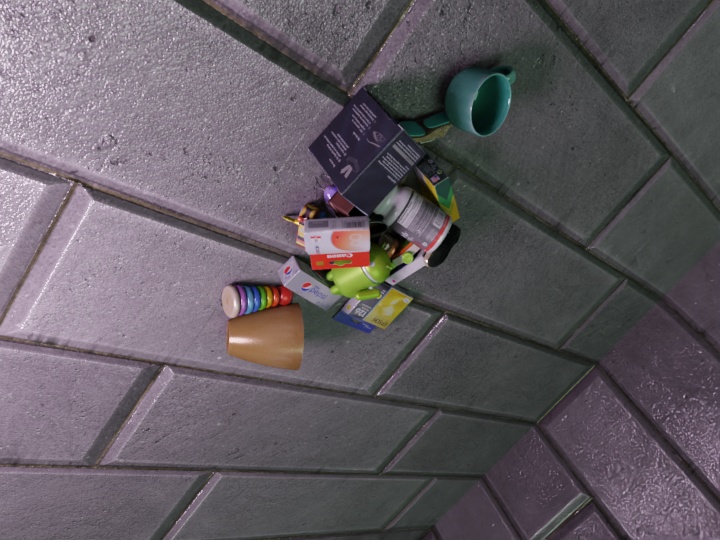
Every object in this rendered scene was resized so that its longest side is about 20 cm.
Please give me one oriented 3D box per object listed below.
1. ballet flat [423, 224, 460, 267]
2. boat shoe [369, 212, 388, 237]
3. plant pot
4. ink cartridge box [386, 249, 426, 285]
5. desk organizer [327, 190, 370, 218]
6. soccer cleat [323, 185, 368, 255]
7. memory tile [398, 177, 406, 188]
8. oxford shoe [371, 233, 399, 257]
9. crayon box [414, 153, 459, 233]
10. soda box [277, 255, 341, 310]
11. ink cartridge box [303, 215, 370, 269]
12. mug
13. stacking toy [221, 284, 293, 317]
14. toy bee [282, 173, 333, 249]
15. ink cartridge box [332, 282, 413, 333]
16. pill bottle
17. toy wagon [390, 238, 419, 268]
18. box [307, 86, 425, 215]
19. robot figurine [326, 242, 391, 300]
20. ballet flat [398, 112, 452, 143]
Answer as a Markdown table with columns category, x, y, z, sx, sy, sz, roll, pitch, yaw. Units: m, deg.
| category | x | y | z | sx | sy | sz | roll | pitch | yaw |
| --- | --- | --- | --- | --- | --- | --- | --- | --- | --- |
| ballet flat | 0.221 | -0.068 | 1.741 | 0.200 | 0.056 | 0.067 | -45 | 143 | -45 |
| boat shoe | -0.018 | -0.108 | 1.685 | 0.197 | 0.068 | 0.073 | -18 | 140 | -18 |
| plant pot | -0.270 | 0.185 | 1.727 | 0.196 | 0.188 | 0.189 | 0 | 130 | -18 |
| ink cartridge box | 0.136 | -0.017 | 1.803 | 0.037 | 0.095 | 0.199 | 47 | 133 | -12 |
| desk organizer | 0.019 | -0.207 | 1.538 | 0.201 | 0.077 | 0.072 | -49 | 140 | -9 |
| soccer cleat | -0.030 | -0.129 | 1.606 | 0.066 | 0.077 | 0.202 | -29 | 113 | -4 |
| memory tile | 0.059 | -0.260 | 1.630 | 0.151 | 0.017 | 0.202 | -13 | 136 | -24 |
| oxford shoe | 0.023 | -0.032 | 1.803 | 0.072 | 0.072 | 0.200 | 35 | 109 | -20 |
| crayon box | 0.209 | -0.211 | 1.697 | 0.050 | 0.128 | 0.201 | -31 | 141 | -4 |
| soda box | -0.140 | 0.038 | 1.743 | 0.068 | 0.064 | 0.199 | -42 | 139 | 12 |
| ink cartridge box | -0.055 | -0.051 | 1.546 | 0.159 | 0.051 | 0.202 | -3 | 141 | 0 |
| mug | 0.293 | -0.425 | 1.545 | 0.183 | 0.114 | 0.155 | -20 | 126 | -36 |
| stacking toy | -0.270 | 0.072 | 1.683 | 0.197 | 0.086 | 0.086 | -7 | 133 | -37 |
| toy bee | -0.136 | -0.127 | 1.554 | 0.109 | 0.128 | 0.203 | -55 | 145 | -54 |
| ink cartridge box | 0.041 | 0.120 | 1.965 | 0.201 | 0.047 | 0.196 | -50 | 139 | 13 |
| pill bottle | 0.131 | -0.145 | 1.629 | 0.198 | 0.116 | 0.117 | 33 | 112 | -9 |
| toy wagon | 0.135 | -0.062 | 1.784 | 0.199 | 0.155 | 0.040 | -42 | 100 | 9 |
| box | 0.011 | -0.276 | 1.441 | 0.200 | 0.198 | 0.117 | -44 | 140 | 12 |
| robot figurine | 0.000 | 0.000 | 1.720 | 0.198 | 0.178 | 0.115 | -28 | 158 | 29 |
| ballet flat | 0.148 | -0.343 | 1.562 | 0.197 | 0.071 | 0.066 | -18 | 146 | -28 |
